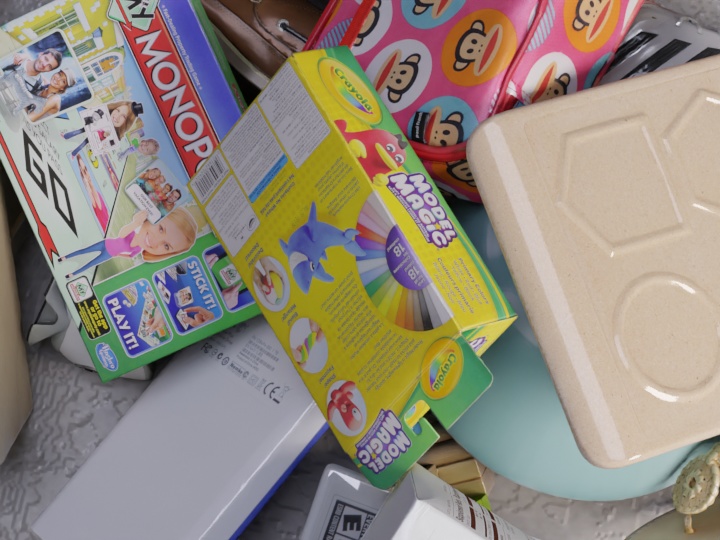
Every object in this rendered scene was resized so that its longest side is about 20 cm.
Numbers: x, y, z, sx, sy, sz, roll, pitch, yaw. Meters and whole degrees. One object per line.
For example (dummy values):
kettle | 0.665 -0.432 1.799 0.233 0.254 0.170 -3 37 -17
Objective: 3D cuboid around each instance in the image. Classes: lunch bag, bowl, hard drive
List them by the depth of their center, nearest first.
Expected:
bowl | 0.128 0.009 1.573 0.199 0.105 0.202 4 64 -8
lunch bag | 0.055 -0.142 1.578 0.176 0.082 0.201 17 75 44
hard drive | -0.083 0.093 1.624 0.200 0.025 0.132 -50 36 -6

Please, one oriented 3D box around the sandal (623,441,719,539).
sandal | 0.228 0.091 1.567 0.210 0.078 0.070 -16 105 -1

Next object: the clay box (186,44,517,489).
clay box | 0.000 0.000 1.515 0.115 0.047 0.201 -47 67 41

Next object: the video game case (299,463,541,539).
video game case | 0.034 0.225 1.553 0.181 0.023 0.201 20 92 0

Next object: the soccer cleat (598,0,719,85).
soccer cleat | 0.178 -0.114 1.635 0.198 0.069 0.086 -5 85 -3

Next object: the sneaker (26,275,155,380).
sneaker | -0.108 -0.032 1.672 0.088 0.074 0.201 25 101 2

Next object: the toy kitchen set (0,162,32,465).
toy kitchen set | -0.282 0.016 1.656 0.179 0.200 0.164 -1 115 10

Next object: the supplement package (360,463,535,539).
supplement package | 0.059 0.233 1.469 0.199 0.147 0.192 32 93 -2

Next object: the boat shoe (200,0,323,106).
boat shoe | -0.043 -0.123 1.699 0.200 0.072 0.068 43 80 9

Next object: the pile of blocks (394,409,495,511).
pile of blocks | 0.045 0.094 1.600 0.062 0.082 0.201 -16 71 19

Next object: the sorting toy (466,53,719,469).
sorting toy | 0.167 -0.010 1.506 0.199 0.036 0.186 -17 80 -24

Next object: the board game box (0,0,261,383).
board game box | -0.120 -0.057 1.618 0.134 0.029 0.201 -24 94 11

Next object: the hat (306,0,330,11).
hat | -0.014 -0.223 1.706 0.081 0.200 0.202 -20 65 52
